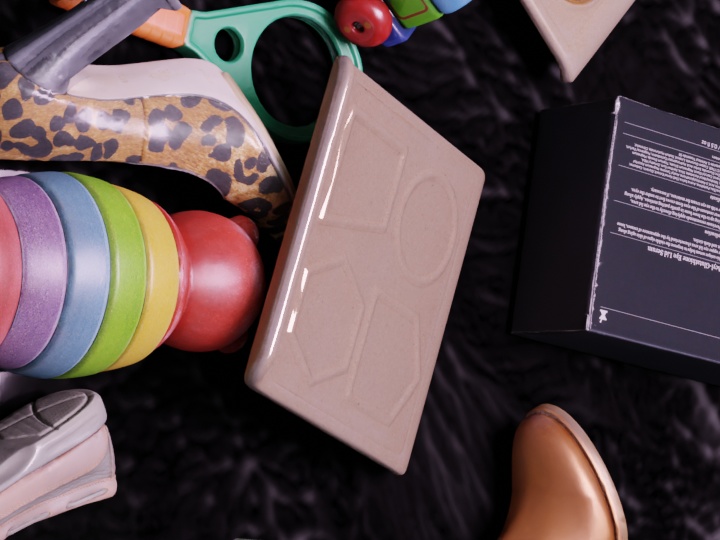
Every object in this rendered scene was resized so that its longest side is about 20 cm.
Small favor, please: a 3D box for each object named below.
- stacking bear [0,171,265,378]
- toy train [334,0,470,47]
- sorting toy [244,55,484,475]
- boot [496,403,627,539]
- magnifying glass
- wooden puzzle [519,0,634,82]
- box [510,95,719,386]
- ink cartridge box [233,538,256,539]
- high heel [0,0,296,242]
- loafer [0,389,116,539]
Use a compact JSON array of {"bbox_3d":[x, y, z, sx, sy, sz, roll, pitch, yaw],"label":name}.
[{"bbox_3d":[-0.138,0.003,1.522,0.200,0.114,0.122,2,89,-40],"label":"stacking bear"},{"bbox_3d":[0.005,-0.225,1.615,0.200,0.116,0.085,54,45,-21],"label":"toy train"},{"bbox_3d":[0.000,0.000,1.622,0.200,0.036,0.186,38,64,-59],"label":"sorting toy"},{"bbox_3d":[0.076,0.186,1.686,0.154,0.074,0.201,-11,92,-31],"label":"boot"},{"bbox_3d":[-0.082,-0.126,1.618,0.200,0.022,0.080,19,77,-35],"label":"magnifying glass"},{"bbox_3d":[0.133,-0.241,1.731,0.185,0.046,0.200,-52,124,-34],"label":"wooden puzzle"},{"bbox_3d":[0.197,-0.011,1.775,0.200,0.079,0.142,15,76,-35],"label":"box"},{"bbox_3d":[-0.077,0.261,1.564,0.146,0.084,0.201,-22,100,-34],"label":"ink cartridge box"},{"bbox_3d":[-0.124,-0.058,1.570,0.142,0.071,0.200,-34,125,1],"label":"high heel"},{"bbox_3d":[-0.200,0.131,1.494,0.200,0.072,0.063,-33,114,-35],"label":"loafer"}]
